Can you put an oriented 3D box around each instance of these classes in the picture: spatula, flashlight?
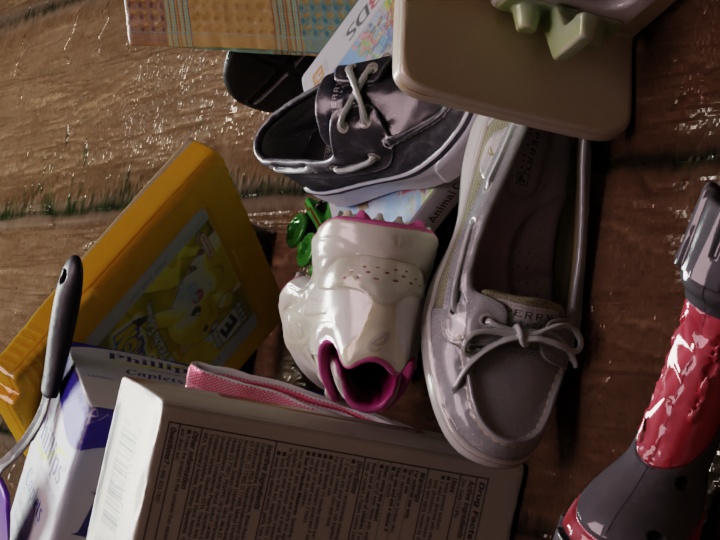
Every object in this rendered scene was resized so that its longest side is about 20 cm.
[{"bbox_3d":[-0.188,0.083,1.705,0.057,0.020,0.201,48,122,60],"label":"spatula"},{"bbox_3d":[0.139,0.060,1.307,0.068,0.068,0.201,-120,44,-62],"label":"flashlight"}]

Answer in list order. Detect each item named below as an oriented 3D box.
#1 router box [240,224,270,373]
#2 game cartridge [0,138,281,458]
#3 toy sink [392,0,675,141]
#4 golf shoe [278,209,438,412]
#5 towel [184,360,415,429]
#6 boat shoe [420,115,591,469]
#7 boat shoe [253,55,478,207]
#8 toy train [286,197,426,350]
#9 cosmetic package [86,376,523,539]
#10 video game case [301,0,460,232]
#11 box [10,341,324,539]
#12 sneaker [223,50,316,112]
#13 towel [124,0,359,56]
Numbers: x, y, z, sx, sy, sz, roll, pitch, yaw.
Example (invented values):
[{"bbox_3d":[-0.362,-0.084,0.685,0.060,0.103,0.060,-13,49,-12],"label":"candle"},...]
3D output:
[{"bbox_3d":[-0.126,0.064,2.019,0.150,0.062,0.201,180,100,-69],"label":"router box"},{"bbox_3d":[-0.133,0.045,1.822,0.200,0.032,0.177,-52,-32,-21],"label":"game cartridge"},{"bbox_3d":[0.097,-0.184,1.457,0.112,0.130,0.201,141,137,-59],"label":"toy sink"},{"bbox_3d":[-0.006,0.040,1.574,0.200,0.075,0.092,104,170,-69],"label":"golf shoe"},{"bbox_3d":[-0.052,0.160,1.653,0.030,0.146,0.201,-60,-13,-72],"label":"towel"},{"bbox_3d":[0.080,-0.002,1.494,0.065,0.074,0.203,141,143,-66],"label":"boat shoe"},{"bbox_3d":[0.008,-0.085,1.625,0.200,0.068,0.072,-15,59,58],"label":"boat shoe"},{"bbox_3d":[0.000,0.000,1.753,0.057,0.042,0.200,-61,25,17],"label":"toy train"},{"bbox_3d":[-0.030,0.124,1.535,0.087,0.199,0.104,-158,81,-70],"label":"cosmetic package"},{"bbox_3d":[0.033,-0.108,1.695,0.182,0.022,0.200,-52,32,31],"label":"video game case"},{"bbox_3d":[-0.107,0.164,1.741,0.105,0.183,0.201,-122,46,-65],"label":"box"},{"bbox_3d":[-0.023,-0.200,1.895,0.201,0.075,0.116,-56,20,31],"label":"sneaker"},{"bbox_3d":[-0.064,-0.205,1.828,0.199,0.022,0.147,4,107,30],"label":"towel"}]
